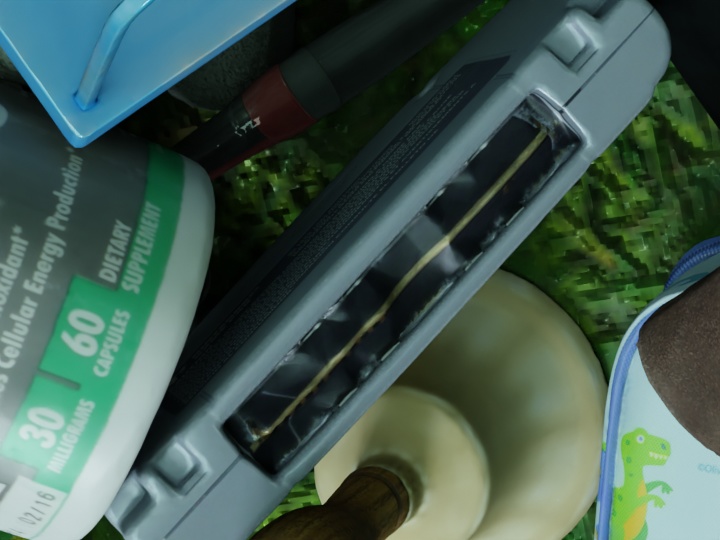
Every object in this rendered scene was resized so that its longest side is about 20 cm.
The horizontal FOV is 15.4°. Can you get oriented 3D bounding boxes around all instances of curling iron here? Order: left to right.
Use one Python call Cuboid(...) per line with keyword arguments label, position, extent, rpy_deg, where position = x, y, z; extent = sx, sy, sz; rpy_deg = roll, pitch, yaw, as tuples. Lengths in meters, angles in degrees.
Cuboid(label="curling iron", position=(-0.017, -0.044, 0.796), extent=(0.200, 0.026, 0.050), rpy_deg=(-42, 121, -7))

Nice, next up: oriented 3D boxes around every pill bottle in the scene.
Cuboid(label="pill bottle", position=(-0.148, -0.012, 0.694), extent=(0.199, 0.113, 0.113), rpy_deg=(21, 110, -14))

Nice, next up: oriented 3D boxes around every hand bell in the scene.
Cuboid(label="hand bell", position=(0.002, 0.069, 0.764), extent=(0.104, 0.200, 0.105), rpy_deg=(4, 104, 16))

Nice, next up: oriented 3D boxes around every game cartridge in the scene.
Cuboid(label="game cartridge", position=(0.000, 0.000, 0.761), extent=(0.041, 0.133, 0.200), rpy_deg=(44, 85, -13))

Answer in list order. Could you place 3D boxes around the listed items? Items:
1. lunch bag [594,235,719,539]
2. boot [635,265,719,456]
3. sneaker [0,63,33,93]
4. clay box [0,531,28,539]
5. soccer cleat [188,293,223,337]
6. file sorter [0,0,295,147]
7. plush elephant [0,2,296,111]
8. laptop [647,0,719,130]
Cuboid(label="lunch bag", position=(0.170, 0.074, 0.774), extent=(0.199, 0.082, 0.161), rpy_deg=(7, 106, 16))
Cuboid(label="boot", position=(0.182, 0.035, 0.678), extent=(0.200, 0.072, 0.166), rpy_deg=(41, 139, 4))
Cuboid(label="sneaker", position=(-0.137, -0.065, 0.796), extent=(0.200, 0.088, 0.074), rpy_deg=(37, 86, -23))
Cuboid(label="clay box", position=(-0.180, 0.104, 0.875), extent=(0.199, 0.115, 0.048), rpy_deg=(2, 113, 17))
Cuboid(label="soccer cleat", position=(-0.114, 0.045, 0.830), extent=(0.199, 0.081, 0.068), rpy_deg=(-3, 109, -11))
Cuboid(label="file sorter", position=(-0.064, -0.159, 0.626), extent=(0.139, 0.123, 0.200), rpy_deg=(-36, 89, -14))
Cuboid(label="plush elephant", position=(-0.094, -0.156, 0.765), extent=(0.154, 0.165, 0.201), rpy_deg=(19, 102, 17))
Cuboid(label="laptop", position=(0.170, -0.104, 0.703), extent=(0.200, 0.103, 0.177), rpy_deg=(-35, 132, 9))
